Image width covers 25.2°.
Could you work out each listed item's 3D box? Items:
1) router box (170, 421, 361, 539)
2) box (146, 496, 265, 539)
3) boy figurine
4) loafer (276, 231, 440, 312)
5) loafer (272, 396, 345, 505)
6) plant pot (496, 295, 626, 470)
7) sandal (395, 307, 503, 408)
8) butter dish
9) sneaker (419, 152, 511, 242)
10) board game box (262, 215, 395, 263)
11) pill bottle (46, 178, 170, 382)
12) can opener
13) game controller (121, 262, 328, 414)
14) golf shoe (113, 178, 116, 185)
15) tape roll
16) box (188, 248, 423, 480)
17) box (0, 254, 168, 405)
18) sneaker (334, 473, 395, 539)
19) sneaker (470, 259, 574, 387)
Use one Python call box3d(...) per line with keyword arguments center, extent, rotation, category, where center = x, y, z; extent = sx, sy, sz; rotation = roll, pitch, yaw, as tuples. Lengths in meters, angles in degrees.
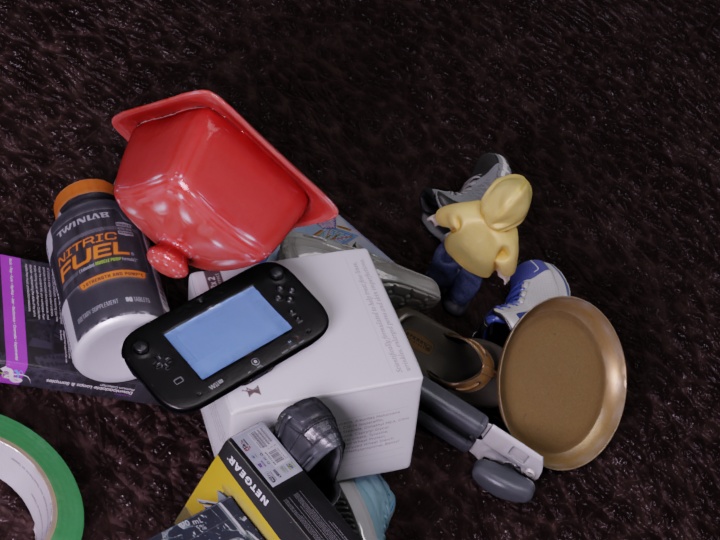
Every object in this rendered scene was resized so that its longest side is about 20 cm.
box3d(center=(-0.076, 0.265, 1.479), extent=(0.200, 0.158, 0.052), rotation=(48, 40, 17), category="router box")
box3d(center=(-0.141, 0.335, 1.387), extent=(0.197, 0.124, 0.199), rotation=(47, 39, 18), category="box")
box3d(center=(0.139, -0.040, 1.935), extent=(0.124, 0.201, 0.064), rotation=(34, 37, 5), category="boy figurine")
box3d(center=(0.000, 0.000, 1.824), extent=(0.198, 0.070, 0.070), rotation=(16, 50, -23), category="loafer")
box3d(center=(-0.054, 0.206, 1.524), extent=(0.068, 0.202, 0.070), rotation=(-21, 53, -30), category="loafer")
box3d(center=(0.231, 0.131, 1.882), extent=(0.198, 0.027, 0.203), rotation=(1, 88, -35), category="plant pot")
box3d(center=(0.112, 0.101, 1.840), extent=(0.199, 0.054, 0.082), rotation=(31, 77, -28), category="sandal")
box3d(center=(-0.159, -0.060, 1.575), extent=(0.199, 0.199, 0.149), rotation=(42, 63, -28), category="butter dish")
box3d(center=(0.132, -0.099, 2.099), extent=(0.114, 0.075, 0.201), rotation=(20, 40, -14), category="sneaker")
box3d(center=(-0.042, 0.017, 1.865), extent=(0.199, 0.041, 0.200), rotation=(41, 38, 7), category="board game box")
box3d(center=(-0.255, 0.003, 1.611), extent=(0.105, 0.107, 0.201), rotation=(6, 46, -32), category="pill bottle")
box3d(center=(0.114, 0.186, 1.794), extent=(0.199, 0.054, 0.067), rotation=(32, 36, -2), category="can opener")
box3d(center=(-0.126, 0.063, 1.530), extent=(0.199, 0.042, 0.104), rotation=(-30, 53, -31), category="game controller")
box3d(center=(-0.231, -0.077, 1.746), extent=(0.073, 0.092, 0.200), rotation=(52, 6, -14), category="golf shoe")
box3d(center=(-0.345, 0.214, 1.421), extent=(0.198, 0.048, 0.202), rotation=(21, 39, -18), category="tape roll")
box3d(center=(-0.062, 0.100, 1.625), extent=(0.197, 0.132, 0.200), rotation=(-8, 44, -15), category="box")
box3d(center=(-0.284, 0.062, 1.642), extent=(0.198, 0.036, 0.144), rotation=(11, 44, -26), category="box")
box3d(center=(0.008, 0.248, 1.630), extent=(0.081, 0.074, 0.202), rotation=(5, 47, -27), category="sneaker")
box3d(center=(0.194, 0.059, 1.968), extent=(0.114, 0.081, 0.201), rotation=(20, 41, -22), category="sneaker")
